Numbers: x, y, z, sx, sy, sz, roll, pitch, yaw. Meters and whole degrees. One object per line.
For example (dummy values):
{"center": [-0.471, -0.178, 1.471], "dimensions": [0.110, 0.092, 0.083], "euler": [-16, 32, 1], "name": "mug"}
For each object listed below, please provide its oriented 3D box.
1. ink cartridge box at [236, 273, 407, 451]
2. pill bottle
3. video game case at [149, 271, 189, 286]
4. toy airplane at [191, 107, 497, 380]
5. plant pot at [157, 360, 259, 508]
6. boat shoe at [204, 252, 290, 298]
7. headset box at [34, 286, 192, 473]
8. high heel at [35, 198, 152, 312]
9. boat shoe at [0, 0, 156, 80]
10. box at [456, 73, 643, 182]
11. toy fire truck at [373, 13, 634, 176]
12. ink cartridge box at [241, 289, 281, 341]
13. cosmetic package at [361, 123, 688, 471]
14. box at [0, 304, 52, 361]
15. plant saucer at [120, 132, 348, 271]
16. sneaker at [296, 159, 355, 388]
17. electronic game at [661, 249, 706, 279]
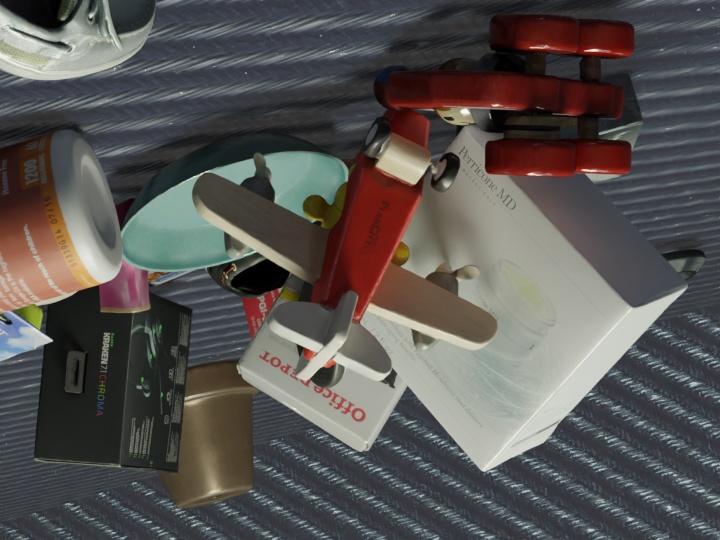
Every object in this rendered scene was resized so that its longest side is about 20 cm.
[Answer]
{"center": [-0.003, 0.045, 1.618], "dimensions": [0.201, 0.147, 0.086], "euler": [-59, 175, -11], "name": "ink cartridge box"}
{"center": [-0.279, -0.021, 1.238], "dimensions": [0.198, 0.113, 0.112], "euler": [-17, 169, 5], "name": "pill bottle"}
{"center": [-0.197, -0.018, 1.621], "dimensions": [0.142, 0.018, 0.200], "euler": [-21, 168, 25], "name": "video game case"}
{"center": [-0.009, -0.007, 1.321], "dimensions": [0.198, 0.202, 0.141], "euler": [-22, -179, -21], "name": "toy airplane"}
{"center": [-0.226, 0.236, 2.448], "dimensions": [0.198, 0.176, 0.200], "euler": [-14, 168, -3], "name": "plant pot"}
{"center": [-0.102, -0.004, 1.620], "dimensions": [0.073, 0.063, 0.202], "euler": [-27, 166, -8], "name": "boat shoe"}
{"center": [-0.244, 0.110, 1.733], "dimensions": [0.092, 0.176, 0.200], "euler": [3, 174, 12], "name": "headset box"}
{"center": [-0.267, -0.016, 1.505], "dimensions": [0.198, 0.097, 0.067], "euler": [3, -169, 31], "name": "high heel"}
{"center": [-0.172, -0.145, 0.869], "dimensions": [0.064, 0.075, 0.201], "euler": [-18, 163, 37], "name": "boat shoe"}
{"center": [0.166, -0.109, 1.584], "dimensions": [0.157, 0.049, 0.200], "euler": [-15, 169, -1], "name": "box"}
{"center": [0.103, -0.128, 1.285], "dimensions": [0.167, 0.113, 0.199], "euler": [4, -175, 37], "name": "toy fire truck"}
{"center": [-0.014, 0.027, 1.928], "dimensions": [0.198, 0.084, 0.147], "euler": [-18, 168, 16], "name": "ink cartridge box"}
{"center": [0.119, 0.016, 1.426], "dimensions": [0.200, 0.200, 0.123], "euler": [-51, 161, 27], "name": "cosmetic package"}
{"center": [-0.367, 0.043, 1.477], "dimensions": [0.199, 0.048, 0.122], "euler": [-21, 136, 30], "name": "box"}
{"center": [-0.107, -0.061, 1.420], "dimensions": [0.198, 0.036, 0.200], "euler": [-19, 161, -7], "name": "plant saucer"}
{"center": [0.001, 0.000, 1.547], "dimensions": [0.107, 0.204, 0.067], "euler": [-13, -160, -40], "name": "sneaker"}
{"center": [0.403, 0.007, 2.522], "dimensions": [0.198, 0.042, 0.200], "euler": [-14, 170, -3], "name": "electronic game"}
